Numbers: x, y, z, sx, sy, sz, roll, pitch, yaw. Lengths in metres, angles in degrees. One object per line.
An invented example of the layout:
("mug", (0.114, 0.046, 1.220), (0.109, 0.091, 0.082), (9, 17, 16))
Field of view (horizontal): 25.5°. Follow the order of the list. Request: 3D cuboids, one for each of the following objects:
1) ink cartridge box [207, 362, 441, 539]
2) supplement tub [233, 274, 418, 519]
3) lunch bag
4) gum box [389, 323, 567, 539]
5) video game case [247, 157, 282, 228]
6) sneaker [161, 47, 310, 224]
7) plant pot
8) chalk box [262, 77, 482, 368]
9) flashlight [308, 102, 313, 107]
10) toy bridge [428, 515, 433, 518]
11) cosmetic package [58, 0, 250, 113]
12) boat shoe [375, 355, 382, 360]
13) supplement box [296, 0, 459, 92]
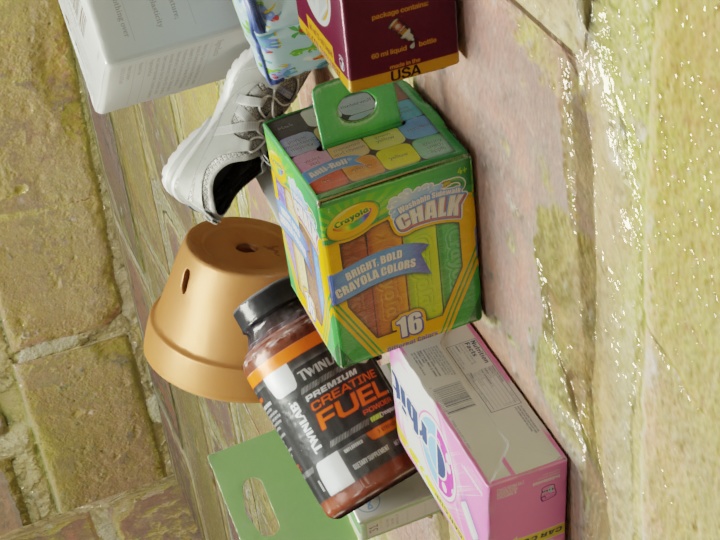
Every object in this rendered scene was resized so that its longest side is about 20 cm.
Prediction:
("ink cartridge box", (-0.026, 0.180, 1.448), (0.048, 0.199, 0.146), (88, 160, -54))
("supplement tub", (-0.032, 0.105, 1.370), (0.201, 0.107, 0.107), (58, 164, 7))
("lunch bag", (-0.068, -0.248, 1.264), (0.200, 0.082, 0.162), (69, -174, -81))
("gum box", (0.086, 0.132, 1.231), (0.200, 0.066, 0.114), (-123, 22, -48))
("video game case", (-0.058, -0.041, 1.547), (0.144, 0.018, 0.200), (62, -177, 37))
("sneaker", (-0.093, -0.128, 1.447), (0.082, 0.200, 0.075), (45, -163, 34))
("plant pot", (-0.134, 0.033, 1.750), (0.200, 0.199, 0.141), (-127, 40, -53))
("chalk box", (0.009, -0.054, 1.188), (0.124, 0.124, 0.201), (-124, 20, -49))
("flashlight", (-0.026, -0.112, 1.391), (0.068, 0.068, 0.200), (38, 170, -2))
("toy bridge", (0.023, 0.152, 1.556), (0.201, 0.027, 0.067), (63, -179, 16))
("cosmetic package", (-0.170, -0.265, 1.464), (0.166, 0.199, 0.168), (139, 113, -74))
("boat shoe", (0.000, 0.000, 1.395), (0.093, 0.074, 0.200), (57, 174, 32))
("supplement box", (0.003, -0.237, 1.061), (0.110, 0.085, 0.201), (-124, 22, -50))
